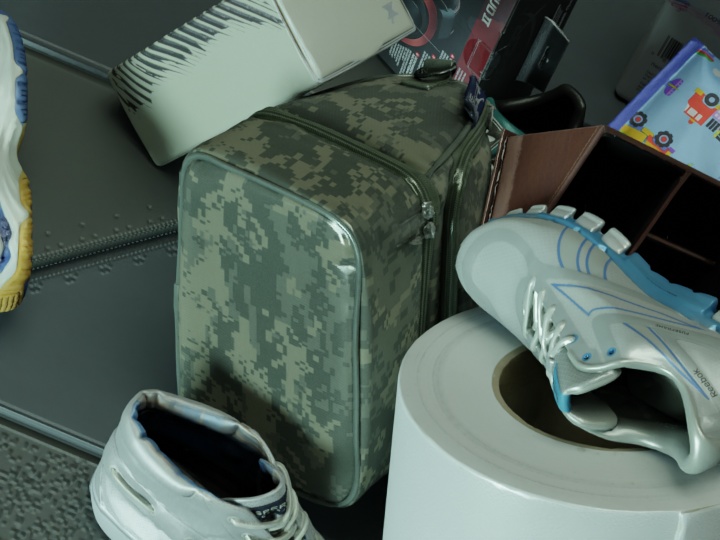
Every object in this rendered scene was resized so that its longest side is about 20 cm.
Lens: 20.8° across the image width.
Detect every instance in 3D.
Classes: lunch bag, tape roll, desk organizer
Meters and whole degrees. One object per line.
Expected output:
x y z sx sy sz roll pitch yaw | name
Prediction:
0.190 -0.019 1.227 0.151 0.094 0.200 44 67 9 | lunch bag
0.000 0.000 1.062 0.139 0.201 0.168 21 36 31 | lunch bag
0.112 0.119 0.983 0.201 0.140 0.203 4 27 -2 | tape roll
0.164 -0.012 1.052 0.199 0.077 0.072 21 76 -35 | desk organizer

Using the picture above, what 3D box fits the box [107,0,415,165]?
-0.062 -0.125 1.131 0.082 0.200 0.069 -33 97 -34 | box

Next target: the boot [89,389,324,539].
-0.051 0.142 1.013 0.199 0.096 0.074 32 52 6 | boot

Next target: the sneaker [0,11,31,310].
-0.234 -0.071 1.109 0.088 0.075 0.201 2 55 -16 | sneaker

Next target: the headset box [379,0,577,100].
0.056 -0.196 1.257 0.075 0.149 0.200 -29 67 -32 | headset box

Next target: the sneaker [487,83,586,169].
0.056 -0.066 1.206 0.199 0.080 0.071 -26 67 -31 | sneaker

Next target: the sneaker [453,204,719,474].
0.109 0.033 0.925 0.086 0.075 0.200 -26 40 -36 | sneaker

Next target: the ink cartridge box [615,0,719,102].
0.275 -0.165 1.275 0.144 0.200 0.084 31 52 5 | ink cartridge box
